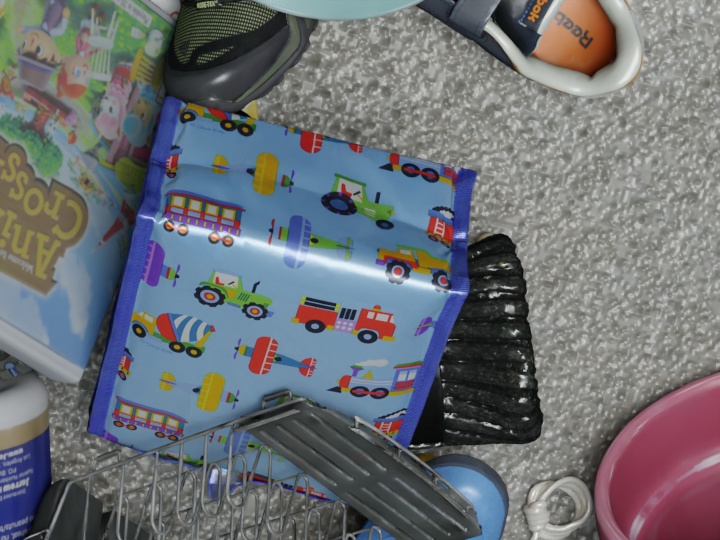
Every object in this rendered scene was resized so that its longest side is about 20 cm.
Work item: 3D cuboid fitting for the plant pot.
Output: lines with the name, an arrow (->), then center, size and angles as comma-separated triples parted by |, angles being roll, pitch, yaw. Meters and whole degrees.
plant pot -> 0.232, 0.173, 1.498 | 0.199, 0.200, 0.180 | -18, 120, -8

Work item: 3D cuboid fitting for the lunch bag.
lunch bag -> -0.043, 0.038, 1.339 | 0.150, 0.094, 0.201 | 14, 129, -5

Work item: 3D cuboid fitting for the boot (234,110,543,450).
boot -> 0.000, -0.001, 1.402 | 0.157, 0.080, 0.212 | -11, 117, 11

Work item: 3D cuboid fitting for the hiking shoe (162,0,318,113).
hiking shoe -> -0.063, -0.169, 1.357 | 0.101, 0.075, 0.201 | 44, 54, -42

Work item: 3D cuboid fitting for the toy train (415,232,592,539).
toy train -> 0.043, 0.081, 1.494 | 0.150, 0.056, 0.201 | -30, 106, -5

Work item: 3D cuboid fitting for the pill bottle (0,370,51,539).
pill bottle -> -0.208, 0.151, 1.422 | 0.115, 0.116, 0.202 | -3, 103, -12

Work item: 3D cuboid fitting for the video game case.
video game case -> -0.164, -0.069, 1.310 | 0.200, 0.022, 0.183 | 36, 68, -48

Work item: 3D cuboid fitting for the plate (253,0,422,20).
plate -> -0.015, -0.215, 1.324 | 0.199, 0.026, 0.202 | 4, 80, -22

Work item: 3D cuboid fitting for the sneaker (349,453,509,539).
sneaker -> 0.001, 0.174, 1.454 | 0.066, 0.079, 0.200 | 42, 117, -8

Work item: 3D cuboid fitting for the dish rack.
dish rack -> -0.048, 0.129, 1.366 | 0.199, 0.055, 0.153 | -21, 136, 36

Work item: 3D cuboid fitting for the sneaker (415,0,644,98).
sneaker -> 0.062, -0.155, 1.437 | 0.199, 0.079, 0.079 | 29, 95, -15

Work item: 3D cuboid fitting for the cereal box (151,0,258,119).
cereal box -> -0.131, -0.140, 1.414 | 0.143, 0.040, 0.201 | -11, 104, -11

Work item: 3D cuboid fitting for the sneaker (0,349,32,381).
sneaker -> -0.241, 0.003, 1.410 | 0.199, 0.085, 0.077 | 10, 126, 6
